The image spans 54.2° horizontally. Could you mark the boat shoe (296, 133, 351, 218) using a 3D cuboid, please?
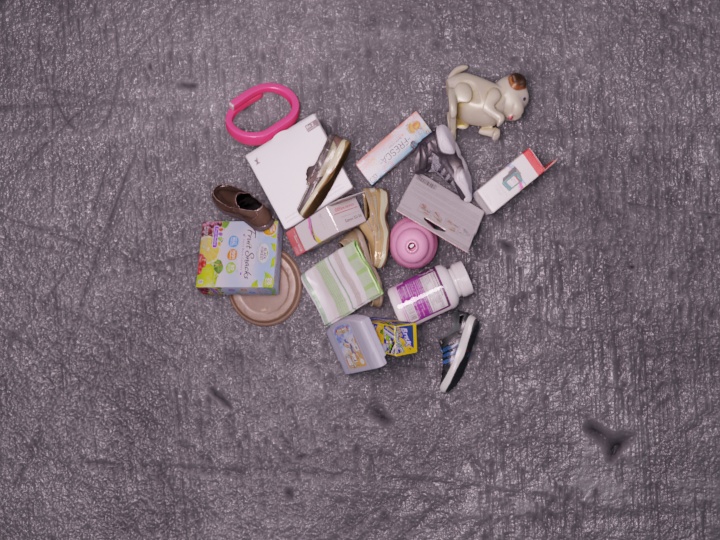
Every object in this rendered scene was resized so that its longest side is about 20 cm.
[{"bbox_3d":[-0.093,-0.217,1.612,0.064,0.073,0.203,32,90,11],"label":"boat shoe"}]

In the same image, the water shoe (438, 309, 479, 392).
[{"bbox_3d":[0.229,0.200,1.749,0.078,0.071,0.205,24,95,29],"label":"water shoe"}]

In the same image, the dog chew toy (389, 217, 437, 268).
[{"bbox_3d":[0.123,-0.063,1.665,0.120,0.200,0.129,1,96,6],"label":"dog chew toy"}]

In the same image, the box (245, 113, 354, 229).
[{"bbox_3d":[-0.142,-0.235,1.709,0.195,0.131,0.204,-29,90,4],"label":"box"}]

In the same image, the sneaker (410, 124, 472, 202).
[{"bbox_3d":[0.194,-0.244,1.698,0.111,0.076,0.203,-17,117,25],"label":"sneaker"}]

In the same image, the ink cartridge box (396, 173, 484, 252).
[{"bbox_3d":[0.186,-0.130,1.684,0.197,0.178,0.045,30,135,1],"label":"ink cartridge box"}]

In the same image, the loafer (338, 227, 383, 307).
[{"bbox_3d":[0.000,0.000,1.736,0.066,0.076,0.205,-19,81,-13],"label":"loafer"}]

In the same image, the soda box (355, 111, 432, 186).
[{"bbox_3d":[0.082,-0.297,1.730,0.199,0.064,0.069,-40,90,4],"label":"soda box"}]

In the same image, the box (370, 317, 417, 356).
[{"bbox_3d":[0.058,0.155,1.678,0.063,0.198,0.073,-4,93,-28],"label":"box"}]

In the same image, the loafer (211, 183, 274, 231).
[{"bbox_3d":[-0.289,-0.170,1.715,0.197,0.072,0.073,27,56,27],"label":"loafer"}]

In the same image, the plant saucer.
[{"bbox_3d":[-0.243,0.040,1.774,0.193,0.029,0.207,0,92,4],"label":"plant saucer"}]

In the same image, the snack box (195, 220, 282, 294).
[{"bbox_3d":[-0.294,-0.031,1.724,0.193,0.068,0.174,-1,72,6],"label":"snack box"}]

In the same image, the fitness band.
[{"bbox_3d":[-0.238,-0.383,1.711,0.143,0.038,0.199,39,60,18],"label":"fitness band"}]

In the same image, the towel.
[{"bbox_3d":[-0.050,0.035,1.715,0.198,0.031,0.152,-31,89,37],"label":"towel"}]

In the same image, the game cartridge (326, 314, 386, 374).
[{"bbox_3d":[-0.015,0.177,1.692,0.041,0.199,0.136,-29,92,-29],"label":"game cartridge"}]

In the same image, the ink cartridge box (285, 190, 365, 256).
[{"bbox_3d":[-0.070,-0.112,1.670,0.198,0.115,0.069,-28,89,41],"label":"ink cartridge box"}]

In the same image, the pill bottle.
[{"bbox_3d":[0.172,0.056,1.714,0.195,0.112,0.115,-25,91,3],"label":"pill bottle"}]

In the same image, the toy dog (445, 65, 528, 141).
[{"bbox_3d":[0.306,-0.406,1.695,0.193,0.141,0.199,-3,56,4],"label":"toy dog"}]

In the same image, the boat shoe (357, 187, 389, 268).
[{"bbox_3d":[0.027,-0.105,1.712,0.074,0.072,0.206,6,67,-18],"label":"boat shoe"}]

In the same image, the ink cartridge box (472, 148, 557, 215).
[{"bbox_3d":[0.369,-0.223,1.693,0.198,0.116,0.068,-39,90,3],"label":"ink cartridge box"}]
